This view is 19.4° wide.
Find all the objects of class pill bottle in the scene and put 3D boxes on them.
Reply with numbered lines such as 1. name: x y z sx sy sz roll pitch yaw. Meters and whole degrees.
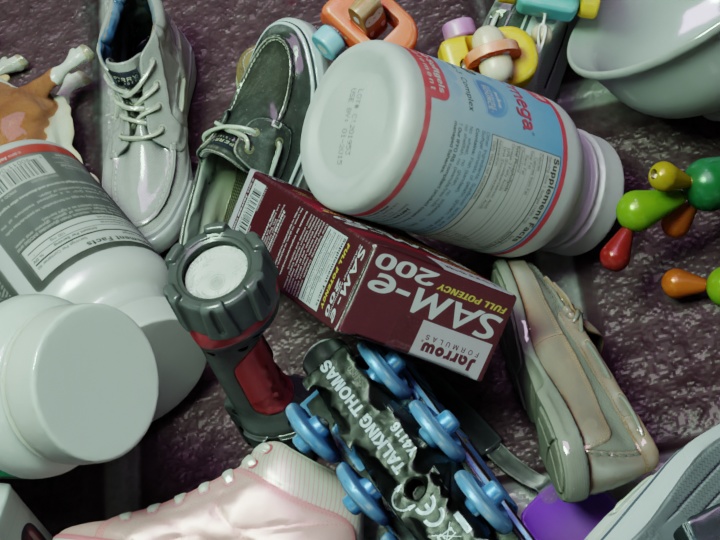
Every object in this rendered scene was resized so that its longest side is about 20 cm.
1. pill bottle: -0.223 0.073 1.305 0.200 0.113 0.113 -7 50 46
2. pill bottle: -0.194 0.010 1.428 0.116 0.116 0.200 -36 54 -9
3. pill bottle: 0.069 -0.070 1.339 0.109 0.200 0.109 -20 63 47

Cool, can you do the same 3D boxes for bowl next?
1. bowl: 0.242 -0.163 1.397 0.201 0.090 0.201 -33 21 15

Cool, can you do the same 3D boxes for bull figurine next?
1. bull figurine: -0.263 -0.118 1.574 0.200 0.065 0.121 21 61 27

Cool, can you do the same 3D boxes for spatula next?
1. spatula: 0.092 0.118 1.316 0.057 0.021 0.200 -37 52 -16

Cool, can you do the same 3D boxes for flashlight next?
1. flashlight: -0.062 0.052 1.301 0.068 0.200 0.068 -36 53 -9

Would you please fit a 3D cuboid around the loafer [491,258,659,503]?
1. loafer: 0.130 0.064 1.309 0.063 0.072 0.200 -9 40 -5

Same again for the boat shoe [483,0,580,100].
1. boat shoe: 0.124 -0.202 1.488 0.071 0.072 0.200 14 63 22

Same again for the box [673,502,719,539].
1. box: 0.289 0.163 1.137 0.200 0.104 0.148 -24 78 1

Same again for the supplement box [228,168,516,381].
1. supplement box: 0.000 0.000 1.322 0.200 0.109 0.061 34 102 60

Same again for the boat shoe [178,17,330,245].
1. boat shoe: -0.073 -0.075 1.420 0.072 0.071 0.200 13 91 38

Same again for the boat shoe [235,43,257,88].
1. boat shoe: -0.028 -0.111 1.482 0.072 0.076 0.200 -39 53 -10

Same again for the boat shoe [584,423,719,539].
1. boat shoe: 0.176 0.147 1.237 0.200 0.074 0.067 -35 14 -22

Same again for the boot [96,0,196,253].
1. boot: -0.163 -0.113 1.516 0.073 0.096 0.200 -10 54 12

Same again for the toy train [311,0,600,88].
1. toy train: 0.072 -0.189 1.405 0.200 0.056 0.150 -41 83 -12

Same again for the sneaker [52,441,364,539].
1. sneaker: -0.091 0.158 1.314 0.200 0.075 0.105 4 62 12

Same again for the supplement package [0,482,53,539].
1. supplement package: -0.295 0.234 1.307 0.156 0.111 0.200 5 59 21

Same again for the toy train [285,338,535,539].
1. toy train: 0.036 0.124 1.263 0.087 0.114 0.200 -41 60 6

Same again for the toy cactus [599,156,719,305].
1. toy cactus: 0.260 -0.047 1.317 0.200 0.102 0.165 9 76 24
